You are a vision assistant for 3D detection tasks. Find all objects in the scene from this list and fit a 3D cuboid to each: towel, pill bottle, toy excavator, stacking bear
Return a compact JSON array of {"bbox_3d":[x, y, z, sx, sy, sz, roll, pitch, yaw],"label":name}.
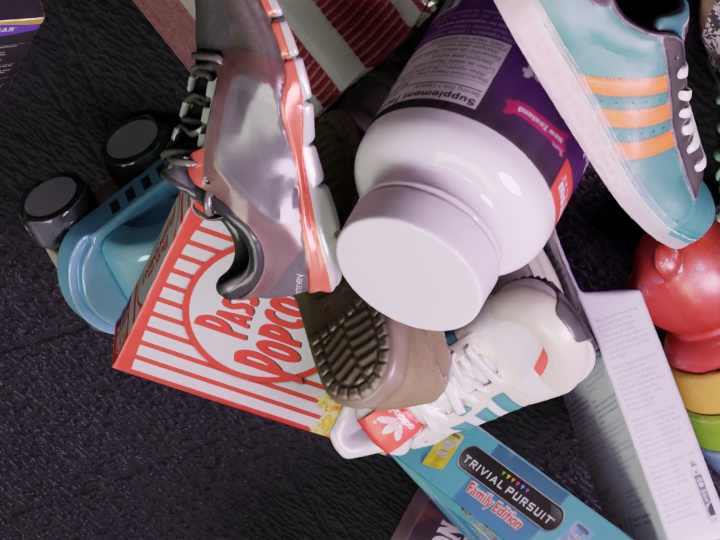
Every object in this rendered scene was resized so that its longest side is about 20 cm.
[{"bbox_3d":[-0.048,-0.160,1.588,0.144,0.023,0.200,51,142,-1],"label":"towel"},{"bbox_3d":[0.064,-0.068,1.487,0.111,0.200,0.112,19,144,15],"label":"pill bottle"},{"bbox_3d":[-0.081,-0.021,1.723,0.200,0.194,0.100,35,157,48],"label":"toy excavator"},{"bbox_3d":[0.219,0.050,1.608,0.114,0.121,0.200,-8,123,44],"label":"stacking bear"}]

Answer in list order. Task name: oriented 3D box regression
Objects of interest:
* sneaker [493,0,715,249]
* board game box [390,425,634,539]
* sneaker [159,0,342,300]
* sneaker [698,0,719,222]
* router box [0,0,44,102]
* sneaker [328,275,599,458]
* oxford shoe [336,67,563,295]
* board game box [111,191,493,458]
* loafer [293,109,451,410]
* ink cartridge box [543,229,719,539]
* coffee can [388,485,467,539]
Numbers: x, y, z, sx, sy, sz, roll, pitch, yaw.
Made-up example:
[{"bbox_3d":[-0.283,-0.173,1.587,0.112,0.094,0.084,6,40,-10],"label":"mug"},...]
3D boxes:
[{"bbox_3d":[0.141,-0.095,1.417,0.080,0.071,0.200,-29,123,13],"label":"sneaker"},{"bbox_3d":[0.120,0.168,1.646,0.200,0.047,0.151,35,169,45],"label":"board game box"},{"bbox_3d":[-0.068,-0.074,1.460,0.077,0.082,0.200,-146,40,-76],"label":"sneaker"},{"bbox_3d":[0.214,-0.064,1.480,0.077,0.089,0.200,5,135,29],"label":"sneaker"},{"bbox_3d":[-0.245,-0.184,1.590,0.052,0.200,0.157,-6,155,-27],"label":"router box"},{"bbox_3d":[0.052,0.066,1.557,0.070,0.093,0.200,54,150,-9],"label":"sneaker"},{"bbox_3d":[0.048,-0.031,1.596,0.200,0.058,0.075,51,160,23],"label":"oxford shoe"},{"bbox_3d":[-0.028,0.020,1.662,0.200,0.046,0.152,18,123,-14],"label":"board game box"},{"bbox_3d":[0.000,0.000,1.541,0.076,0.200,0.067,-32,138,27],"label":"loafer"},{"bbox_3d":[0.147,0.071,1.619,0.200,0.041,0.200,114,136,-82],"label":"ink cartridge box"},{"bbox_3d":[0.102,0.238,1.882,0.200,0.146,0.146,27,145,4],"label":"coffee can"}]
